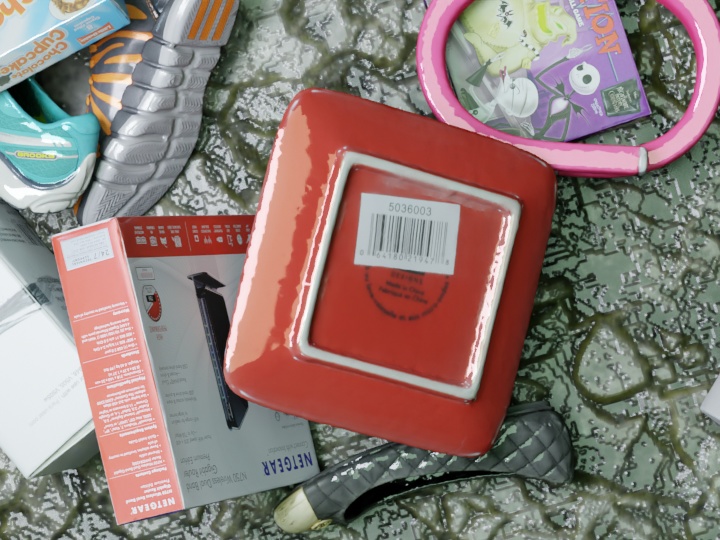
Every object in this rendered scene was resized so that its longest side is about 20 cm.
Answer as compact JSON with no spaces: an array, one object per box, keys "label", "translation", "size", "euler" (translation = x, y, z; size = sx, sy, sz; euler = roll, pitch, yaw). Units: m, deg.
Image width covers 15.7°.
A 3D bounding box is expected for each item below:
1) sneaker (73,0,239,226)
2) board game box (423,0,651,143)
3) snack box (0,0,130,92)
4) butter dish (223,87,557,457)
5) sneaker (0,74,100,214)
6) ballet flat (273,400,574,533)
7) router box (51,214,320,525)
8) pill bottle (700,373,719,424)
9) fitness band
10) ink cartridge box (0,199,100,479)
[{"label":"sneaker","translation":[-0.159,-0.130,1.716],"size":[0.112,0.078,0.200],"euler":[33,106,29]},{"label":"board game box","translation":[0.104,-0.177,1.715],"size":[0.120,0.032,0.200],"euler":[-18,85,-1]},{"label":"snack box","translation":[-0.252,-0.162,1.651],"size":[0.200,0.037,0.116],"euler":[-27,60,9]},{"label":"butter dish","translation":[0.000,0.000,1.656],"size":[0.200,0.148,0.200],"euler":[15,87,-24]},{"label":"sneaker","translation":[-0.245,-0.119,1.696],"size":[0.200,0.077,0.080],"euler":[35,116,19]},{"label":"ballet flat","translation":[0.040,0.135,1.680],"size":[0.200,0.066,0.057],"euler":[-17,78,2]},{"label":"router box","translation":[-0.105,0.057,1.630],"size":[0.049,0.200,0.180],"euler":[-15,86,23]},{"label":"pill bottle","translation":[0.303,0.026,1.643],"size":[0.114,0.114,0.200],"euler":[32,89,6]},{"label":"fitness band","translation":[0.135,-0.134,1.678],"size":[0.199,0.037,0.144],"euler":[5,86,3]},{"label":"ink cartridge box","translation":[-0.228,0.032,1.668],"size":[0.083,0.147,0.200],"euler":[-41,84,5]}]
